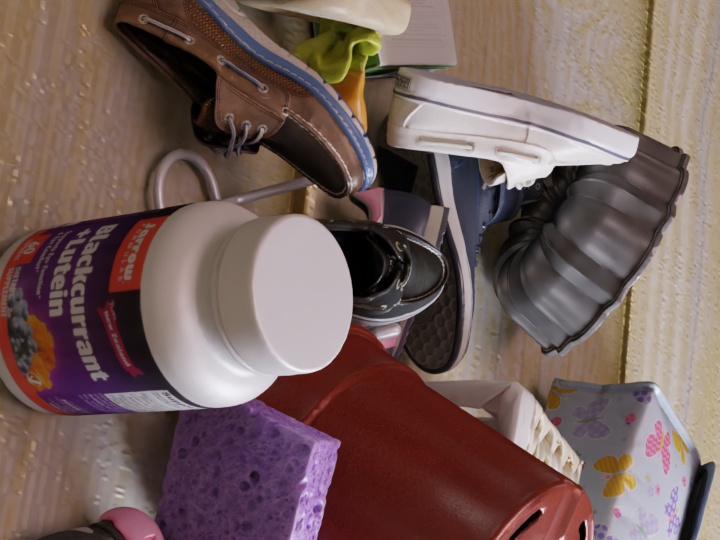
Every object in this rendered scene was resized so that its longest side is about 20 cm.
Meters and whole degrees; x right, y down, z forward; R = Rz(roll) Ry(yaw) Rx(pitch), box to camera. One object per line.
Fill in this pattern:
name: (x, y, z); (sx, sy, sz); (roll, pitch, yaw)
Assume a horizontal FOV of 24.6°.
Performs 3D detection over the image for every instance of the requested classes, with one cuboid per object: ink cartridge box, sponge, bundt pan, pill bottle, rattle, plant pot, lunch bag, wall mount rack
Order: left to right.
pill bottle: (-0.107, 0.021, 0.924); (0.111, 0.199, 0.113); (11, 75, -51)
sponge: (-0.079, 0.175, 0.974); (0.030, 0.111, 0.202); (5, 101, -49)
wall mount rack: (-0.061, 0.009, 1.100); (0.173, 0.074, 0.202); (-23, 104, -51)
rattle: (-0.044, -0.144, 1.095); (0.144, 0.129, 0.200); (-62, 179, 8)
ink cartridge box: (0.009, -0.247, 1.240); (0.103, 0.059, 0.202); (-9, 92, -53)
plant pot: (0.029, 0.160, 1.041); (0.200, 0.194, 0.202); (-31, 133, -40)
bundt pan: (0.176, -0.034, 1.335); (0.075, 0.202, 0.203); (32, 55, -9)
lunch bag: (0.225, 0.212, 1.402); (0.200, 0.126, 0.170); (55, 48, -41)

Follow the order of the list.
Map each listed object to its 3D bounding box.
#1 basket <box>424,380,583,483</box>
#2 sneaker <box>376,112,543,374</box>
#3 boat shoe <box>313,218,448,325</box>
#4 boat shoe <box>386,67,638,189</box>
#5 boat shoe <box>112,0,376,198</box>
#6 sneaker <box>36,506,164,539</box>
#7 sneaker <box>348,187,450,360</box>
basket: (0.069, 0.195, 1.197); (0.123, 0.135, 0.201); (44, 52, -44)
sneaker: (0.088, -0.023, 1.295); (0.146, 0.077, 0.204); (1, 83, -49)
boat shoe: (0.000, 0.000, 1.078); (0.199, 0.056, 0.069); (2, 83, -49)
boat shoe: (0.112, -0.096, 1.230); (0.198, 0.071, 0.070); (10, 103, -23)
boat shoe: (-0.078, -0.110, 1.070); (0.200, 0.072, 0.072); (43, 62, 0)
sneaker: (-0.145, 0.236, 0.941); (0.095, 0.079, 0.201); (0, 61, -45)
sneaker: (-0.004, 0.035, 1.192); (0.070, 0.081, 0.201); (111, 0, -78)
